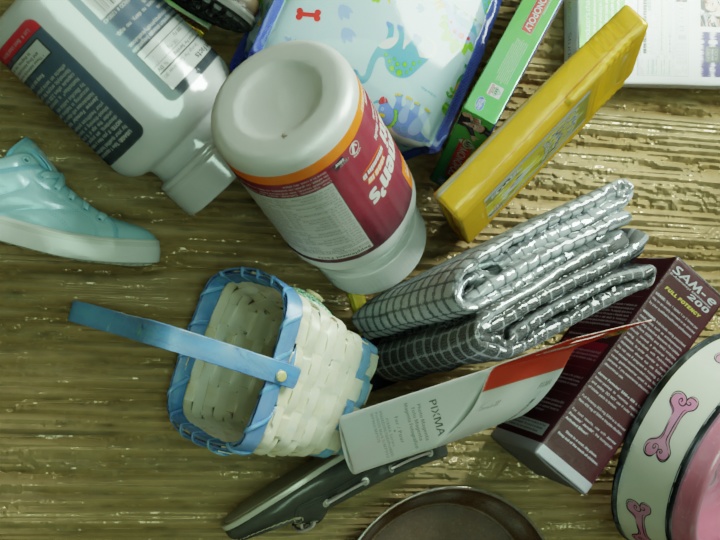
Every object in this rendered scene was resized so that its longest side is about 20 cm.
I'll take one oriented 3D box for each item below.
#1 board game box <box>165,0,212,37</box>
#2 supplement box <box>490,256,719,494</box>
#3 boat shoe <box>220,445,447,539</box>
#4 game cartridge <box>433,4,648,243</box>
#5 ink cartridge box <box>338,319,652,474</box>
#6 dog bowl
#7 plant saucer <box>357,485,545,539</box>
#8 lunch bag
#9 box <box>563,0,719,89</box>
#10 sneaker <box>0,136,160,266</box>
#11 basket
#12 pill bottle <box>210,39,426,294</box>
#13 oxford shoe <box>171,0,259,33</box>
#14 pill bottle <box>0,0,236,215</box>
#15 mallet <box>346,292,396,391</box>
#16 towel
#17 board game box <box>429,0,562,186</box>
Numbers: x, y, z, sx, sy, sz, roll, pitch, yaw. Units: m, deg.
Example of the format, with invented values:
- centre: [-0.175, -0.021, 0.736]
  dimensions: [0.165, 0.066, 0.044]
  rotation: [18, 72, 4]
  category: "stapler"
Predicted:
- centre: [-0.124, -0.285, 1.113]
  dimensions: [0.095, 0.030, 0.200]
  rotation: [29, 86, -14]
  category: "board game box"
- centre: [0.204, 0.083, 1.170]
  dimensions: [0.061, 0.109, 0.200]
  rotation: [39, 82, -12]
  category: "supplement box"
- centre: [-0.016, 0.173, 1.133]
  dimensions: [0.200, 0.067, 0.057]
  rotation: [-30, 94, -16]
  category: "boat shoe"
- centre: [0.142, -0.108, 1.097]
  dimensions: [0.200, 0.176, 0.032]
  rotation: [-44, 82, 2]
  category: "game cartridge"
- centre: [0.105, 0.092, 1.030]
  dimensions: [0.199, 0.162, 0.057]
  rotation: [-17, 85, 29]
  category: "ink cartridge box"
- centre: [0.300, 0.156, 1.165]
  dimensions: [0.200, 0.074, 0.201]
  rotation: [-23, 128, -34]
  category: "dog bowl"
- centre: [0.070, 0.279, 1.176]
  dimensions: [0.200, 0.034, 0.201]
  rotation: [-1, 92, -16]
  category: "plant saucer"
- centre: [0.015, -0.211, 1.100]
  dimensions: [0.170, 0.127, 0.201]
  rotation: [25, 85, -14]
  category: "lunch bag"
- centre: [0.273, -0.231, 1.220]
  dimensions: [0.199, 0.036, 0.145]
  rotation: [0, 92, -17]
  category: "box"
- centre: [-0.243, -0.056, 1.060]
  dimensions: [0.199, 0.074, 0.082]
  rotation: [15, 90, -16]
  category: "sneaker"
- centre: [-0.104, 0.064, 1.054]
  dimensions: [0.200, 0.176, 0.140]
  rotation: [16, 88, -34]
  category: "basket"
- centre: [-0.023, -0.069, 1.030]
  dimensions: [0.110, 0.109, 0.200]
  rotation: [-49, 145, -9]
  category: "pill bottle"
- centre: [-0.142, -0.258, 1.047]
  dimensions: [0.200, 0.073, 0.084]
  rotation: [43, 84, 7]
  category: "oxford shoe"
- centre: [-0.169, -0.142, 1.055]
  dimensions: [0.200, 0.120, 0.120]
  rotation: [45, 80, -12]
  category: "pill bottle"
- centre: [0.000, 0.000, 1.151]
  dimensions: [0.066, 0.041, 0.201]
  rotation: [-10, 90, -16]
  category: "mallet"
- centre: [0.115, 0.016, 1.095]
  dimensions: [0.200, 0.165, 0.086]
  rotation: [-26, 91, -29]
  category: "towel"
- centre: [0.121, -0.170, 1.104]
  dimensions: [0.029, 0.135, 0.200]
  rotation: [29, 69, 2]
  category: "board game box"
